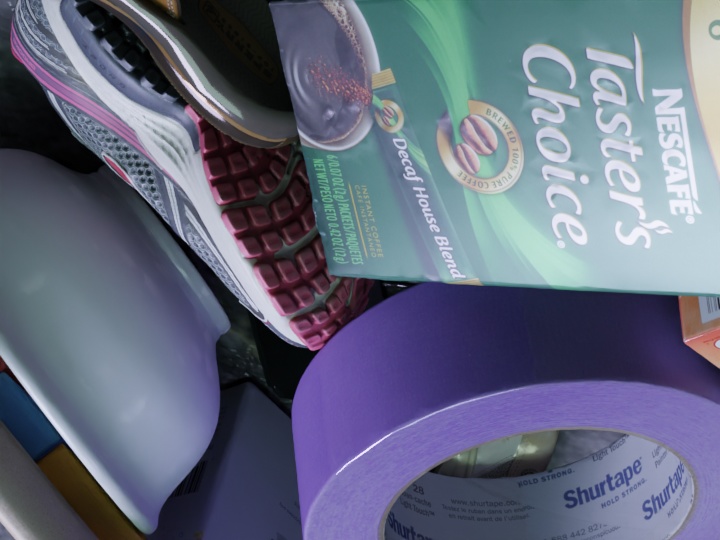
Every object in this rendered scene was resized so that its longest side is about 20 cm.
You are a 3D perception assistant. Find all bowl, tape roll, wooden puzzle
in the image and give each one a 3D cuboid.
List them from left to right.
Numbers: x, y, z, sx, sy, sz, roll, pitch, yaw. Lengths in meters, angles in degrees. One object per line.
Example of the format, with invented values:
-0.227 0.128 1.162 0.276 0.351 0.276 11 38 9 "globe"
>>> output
-0.150 0.079 0.818 0.037 0.200 0.185 -35 119 -5 "wooden puzzle"
-0.123 0.016 0.812 0.090 0.201 0.201 -37 126 -8 "bowl"
0.072 0.081 0.765 0.200 0.066 0.200 -4 141 -4 "tape roll"

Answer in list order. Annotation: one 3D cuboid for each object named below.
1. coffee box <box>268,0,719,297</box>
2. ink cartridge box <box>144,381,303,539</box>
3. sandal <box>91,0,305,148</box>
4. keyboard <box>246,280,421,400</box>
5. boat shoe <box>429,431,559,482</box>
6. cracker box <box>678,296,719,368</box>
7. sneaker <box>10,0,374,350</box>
0.066 -0.055 0.659 0.200 0.044 0.123 4 117 34 "coffee box"
-0.092 0.192 0.933 0.145 0.200 0.145 -19 126 34 "ink cartridge box"
-0.080 -0.127 0.679 0.055 0.082 0.200 -27 117 41 "sandal"
0.000 0.000 0.837 0.127 0.021 0.200 9 138 18 "keyboard"
0.059 0.132 0.918 0.065 0.072 0.200 8 138 -2 "boat shoe"
0.235 0.023 0.709 0.134 0.058 0.200 -24 141 34 "cracker box"
-0.068 -0.052 0.752 0.200 0.081 0.075 54 139 -2 "sneaker"
